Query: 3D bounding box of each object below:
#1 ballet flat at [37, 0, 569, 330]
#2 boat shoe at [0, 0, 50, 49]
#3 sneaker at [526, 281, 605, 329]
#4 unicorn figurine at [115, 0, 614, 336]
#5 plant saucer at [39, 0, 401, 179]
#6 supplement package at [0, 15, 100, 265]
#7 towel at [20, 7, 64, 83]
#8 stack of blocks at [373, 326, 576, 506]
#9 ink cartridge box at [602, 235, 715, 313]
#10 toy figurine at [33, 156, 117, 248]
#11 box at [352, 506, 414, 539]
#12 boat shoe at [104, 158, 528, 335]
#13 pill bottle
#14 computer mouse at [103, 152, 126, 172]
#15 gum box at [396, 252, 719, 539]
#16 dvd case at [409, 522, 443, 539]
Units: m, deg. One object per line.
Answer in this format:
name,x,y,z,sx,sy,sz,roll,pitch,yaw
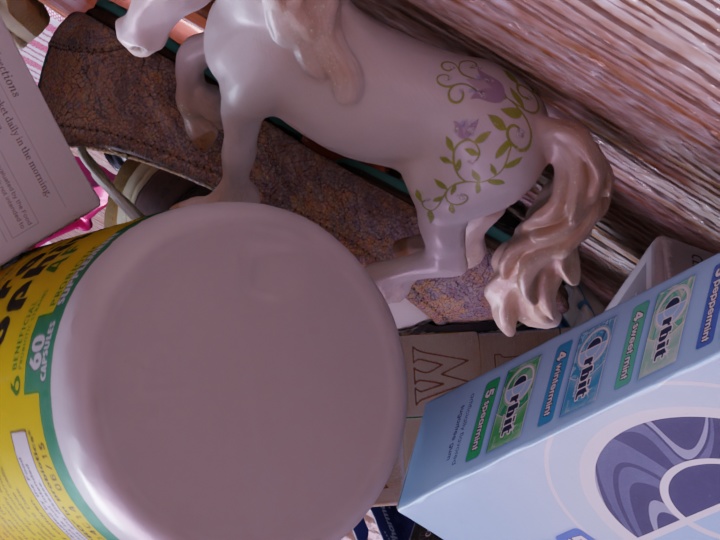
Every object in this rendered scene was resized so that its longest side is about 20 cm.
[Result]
ballet flat,-0.026,-0.017,0.999,0.200,0.067,0.068,30,175,0
boat shoe,-0.213,-0.139,1.132,0.200,0.066,0.074,40,179,18
sneaker,0.063,0.021,1.239,0.087,0.075,0.200,26,-174,-36
unicorn figurine,-0.013,-0.052,0.892,0.200,0.074,0.137,12,143,-16
plant saucer,-0.065,-0.095,1.018,0.200,0.032,0.200,29,174,3
supplement package,-0.196,-0.088,0.957,0.200,0.111,0.156,64,163,-17
towel,-0.126,-0.102,1.313,0.146,0.030,0.200,28,171,25
stack of blocks,0.051,0.052,1.047,0.199,0.059,0.115,-3,176,-6
ink cartridge box,0.131,0.095,0.966,0.176,0.200,0.045,20,-139,-13
toy figurine,-0.104,0.043,1.176,0.200,0.150,0.184,40,160,54
box,0.068,0.117,1.269,0.200,0.032,0.121,8,-127,-52
boat shoe,0.000,-0.001,1.094,0.201,0.072,0.066,13,-168,-36
pill bottle,-0.077,0.043,0.925,0.113,0.113,0.200,33,161,-20
computer mouse,-0.070,-0.039,1.199,0.141,0.046,0.200,58,-169,-18
gum box,0.137,0.066,0.845,0.170,0.045,0.200,34,142,-22
dvd case,0.048,0.164,1.115,0.022,0.200,0.146,-10,125,24
